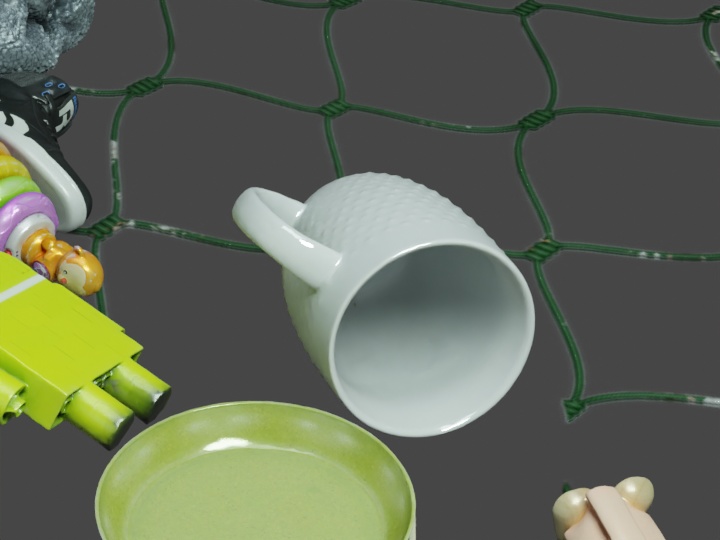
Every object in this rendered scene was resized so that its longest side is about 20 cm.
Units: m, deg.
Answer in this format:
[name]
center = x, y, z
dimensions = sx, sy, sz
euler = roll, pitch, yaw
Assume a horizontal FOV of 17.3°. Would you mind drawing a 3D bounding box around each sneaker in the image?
[sneaker]
center = -0.248, -0.105, 1.836
dimensions = 0.112, 0.073, 0.200
euler = -29, 45, -35

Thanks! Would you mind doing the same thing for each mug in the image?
[mug]
center = 0.000, 0.000, 1.615
dimensions = 0.200, 0.148, 0.175
euler = 26, 13, -29

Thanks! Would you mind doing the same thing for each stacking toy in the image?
[stacking toy]
center = -0.260, -0.035, 1.715
dimensions = 0.200, 0.116, 0.110
euler = 34, 43, 27

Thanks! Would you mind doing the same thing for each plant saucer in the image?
[plant saucer]
center = -0.065, 0.155, 1.474
dimensions = 0.199, 0.031, 0.200
euler = 1, 36, -1

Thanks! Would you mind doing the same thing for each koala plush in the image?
[koala plush]
center = -0.315, -0.268, 1.932
dimensions = 0.177, 0.201, 0.184
euler = 5, 25, 3

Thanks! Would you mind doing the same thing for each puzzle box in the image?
[puzzle box]
center = -0.064, 0.196, 1.465
dimensions = 0.199, 0.026, 0.133
euler = 2, 36, -1

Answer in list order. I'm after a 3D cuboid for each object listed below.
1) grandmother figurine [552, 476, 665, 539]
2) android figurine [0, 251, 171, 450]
[grandmother figurine]
center = 0.181, 0.206, 1.440
dimensions = 0.121, 0.061, 0.200
euler = -18, 36, -12
[android figurine]
center = -0.228, 0.047, 1.591
dimensions = 0.200, 0.041, 0.182
euler = 32, 22, 8
